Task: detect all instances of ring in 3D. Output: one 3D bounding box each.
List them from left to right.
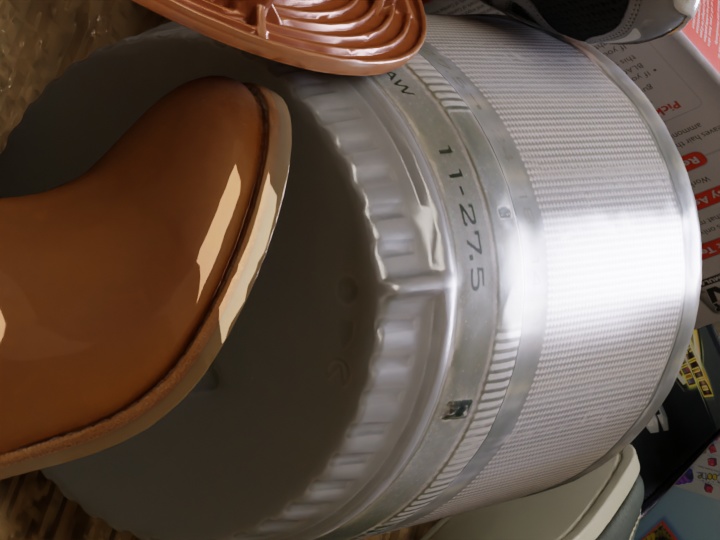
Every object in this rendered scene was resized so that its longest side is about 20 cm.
[{"bbox_3d":[-0.063,-0.122,0.752,0.200,0.019,0.201,30,21,-13],"label":"ring"}]

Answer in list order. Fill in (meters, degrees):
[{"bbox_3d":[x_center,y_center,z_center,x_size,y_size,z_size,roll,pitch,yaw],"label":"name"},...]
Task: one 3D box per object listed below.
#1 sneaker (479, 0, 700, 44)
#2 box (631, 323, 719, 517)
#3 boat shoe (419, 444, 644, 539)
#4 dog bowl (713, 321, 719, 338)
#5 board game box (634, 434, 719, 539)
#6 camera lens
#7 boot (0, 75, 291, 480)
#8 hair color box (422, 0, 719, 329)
[{"bbox_3d":[0.029,-0.120,0.854,0.077,0.200,0.078,-13,121,-38],"label":"sneaker"},{"bbox_3d":[0.066,-0.004,1.035,0.159,0.046,0.200,-30,97,-58],"label":"box"},{"bbox_3d":[0.043,0.131,0.895,0.200,0.073,0.062,-47,117,-44],"label":"boat shoe"},{"bbox_3d":[0.233,0.019,1.124,0.079,0.200,0.201,24,53,-46],"label":"dog bowl"},{"bbox_3d":[0.173,0.116,0.967,0.103,0.200,0.105,45,-3,-33],"label":"board game box"},{"bbox_3d":[0.000,0.000,0.831,0.200,0.160,0.160,-6,77,-56],"label":"camera lens"},{"bbox_3d":[-0.120,-0.004,0.668,0.155,0.074,0.200,42,76,-25],"label":"boot"},{"bbox_3d":[0.098,-0.064,0.979,0.200,0.101,0.061,44,39,-35],"label":"hair color box"}]
